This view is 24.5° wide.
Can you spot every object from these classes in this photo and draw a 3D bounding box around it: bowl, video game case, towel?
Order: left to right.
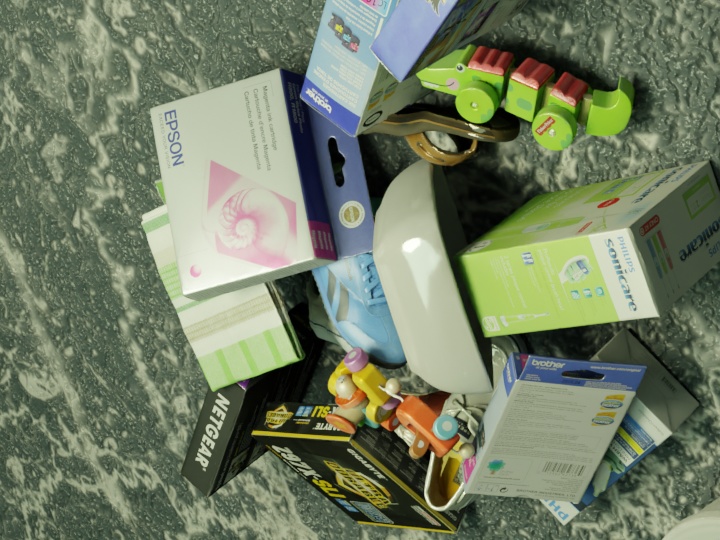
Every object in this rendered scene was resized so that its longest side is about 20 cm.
[{"bbox_3d":[-0.142,0.015,1.714,0.149,0.031,0.201,-20,94,43],"label":"towel"},{"bbox_3d":[0.065,0.008,1.569,0.074,0.200,0.201,-15,111,8],"label":"bowl"},{"bbox_3d":[0.115,-0.261,1.366,0.045,0.181,0.200,47,138,9],"label":"video game case"}]

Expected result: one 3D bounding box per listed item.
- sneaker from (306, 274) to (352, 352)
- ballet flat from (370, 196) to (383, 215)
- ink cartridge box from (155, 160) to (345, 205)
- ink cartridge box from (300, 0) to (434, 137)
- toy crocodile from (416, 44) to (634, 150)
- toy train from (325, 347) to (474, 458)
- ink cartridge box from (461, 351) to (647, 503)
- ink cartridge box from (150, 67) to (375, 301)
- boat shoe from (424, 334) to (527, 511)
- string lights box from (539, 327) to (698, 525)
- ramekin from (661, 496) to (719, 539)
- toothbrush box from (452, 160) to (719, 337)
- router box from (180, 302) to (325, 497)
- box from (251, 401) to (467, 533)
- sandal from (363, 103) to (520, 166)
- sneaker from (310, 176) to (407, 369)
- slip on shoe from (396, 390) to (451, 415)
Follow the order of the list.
[{"bbox_3d":[-0.008,0.040,1.728,0.199,0.073,0.071,6,120,60],"label":"sneaker"},{"bbox_3d":[-0.036,-0.038,1.733,0.199,0.070,0.068,3,116,41],"label":"ballet flat"},{"bbox_3d":[-0.111,-0.104,1.736,0.199,0.104,0.060,-10,109,46],"label":"ink cartridge box"},{"bbox_3d":[0.025,-0.214,1.514,0.076,0.136,0.201,37,135,21],"label":"ink cartridge box"},{"bbox_3d":[0.145,-0.162,1.470,0.199,0.068,0.062,20,133,17],"label":"toy crocodile"},{"bbox_3d":[0.025,0.148,1.609,0.150,0.056,0.200,43,165,-1],"label":"toy train"},{"bbox_3d":[0.177,0.138,1.534,0.118,0.042,0.201,6,136,-13],"label":"ink cartridge box"},{"bbox_3d":[-0.097,-0.090,1.618,0.198,0.043,0.198,-16,76,16],"label":"ink cartridge box"},{"bbox_3d":[0.111,0.153,1.675,0.071,0.070,0.201,27,108,22],"label":"boat shoe"},{"bbox_3d":[0.228,0.155,1.620,0.103,0.059,0.200,46,138,8],"label":"string lights box"},{"bbox_3d":[0.378,0.295,1.545,0.201,0.094,0.204,22,128,31],"label":"ramekin"},{"bbox_3d":[0.206,-0.017,1.466,0.199,0.145,0.087,-8,110,46],"label":"toothbrush box"},{"bbox_3d":[-0.120,0.147,1.871,0.051,0.149,0.201,38,135,17],"label":"router box"},{"bbox_3d":[0.000,0.215,1.811,0.159,0.050,0.200,0,145,46],"label":"box"},{"bbox_3d":[0.072,-0.126,1.564,0.199,0.081,0.055,6,105,44],"label":"sandal"},{"bbox_3d":[0.000,0.000,1.619,0.079,0.066,0.201,-50,59,44],"label":"sneaker"},{"bbox_3d":[0.070,0.163,1.771,0.199,0.061,0.075,1,113,40],"label":"slip on shoe"}]
